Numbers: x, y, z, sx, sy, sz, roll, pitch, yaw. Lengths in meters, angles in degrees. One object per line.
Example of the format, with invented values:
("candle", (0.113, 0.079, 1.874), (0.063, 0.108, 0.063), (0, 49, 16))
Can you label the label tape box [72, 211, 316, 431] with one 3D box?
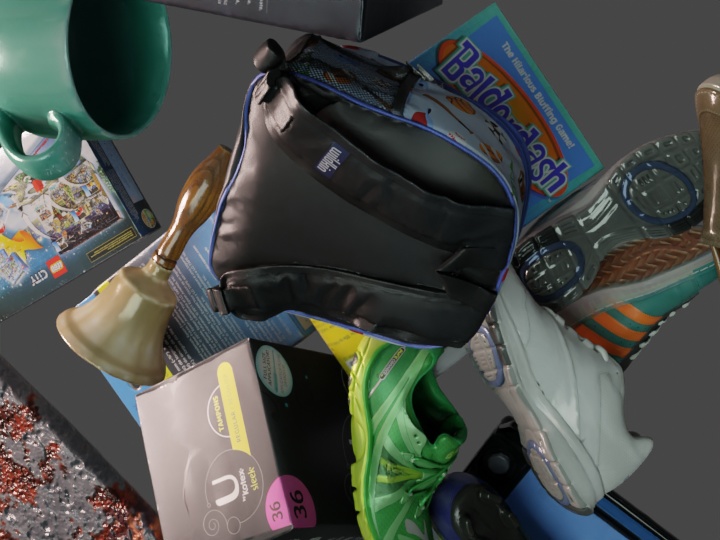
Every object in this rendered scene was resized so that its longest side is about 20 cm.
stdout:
("label tape box", (-0.149, 0.040, 1.062), (0.199, 0.063, 0.145), (-34, 92, 27))

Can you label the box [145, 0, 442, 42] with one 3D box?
("box", (-0.050, -0.254, 0.848), (0.195, 0.200, 0.125), (13, 113, 17))

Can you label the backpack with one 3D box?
("backpack", (0.014, -0.045, 0.770), (0.189, 0.154, 0.201), (26, 128, 9))

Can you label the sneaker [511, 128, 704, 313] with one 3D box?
("sneaker", (0.188, -0.047, 0.897), (0.199, 0.087, 0.075), (-31, 104, 8))

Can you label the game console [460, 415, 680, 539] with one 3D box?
("game console", (0.172, 0.221, 0.971), (0.199, 0.116, 0.177), (37, 116, 6))

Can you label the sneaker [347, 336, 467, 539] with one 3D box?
("sneaker", (0.039, 0.143, 0.896), (0.083, 0.074, 0.202), (1, 111, 21))

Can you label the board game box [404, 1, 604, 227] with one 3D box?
("board game box", (0.061, -0.082, 0.895), (0.199, 0.045, 0.153), (-36, 93, -7))

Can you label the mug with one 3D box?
("mug", (-0.248, -0.177, 0.960), (0.113, 0.185, 0.153), (4, 120, 23))

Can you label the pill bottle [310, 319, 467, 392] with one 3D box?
("pill bottle", (0.000, 0.000, 0.964), (0.114, 0.114, 0.201), (-32, 95, 27))

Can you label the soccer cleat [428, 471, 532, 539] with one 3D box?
("soccer cleat", (0.117, 0.244, 0.990), (0.083, 0.065, 0.201), (13, 140, 59))

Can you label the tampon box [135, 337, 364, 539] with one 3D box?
("tampon box", (-0.062, 0.156, 0.969), (0.126, 0.199, 0.151), (-26, 68, 26))

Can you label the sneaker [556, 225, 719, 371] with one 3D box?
("sneaker", (0.203, 0.035, 0.929), (0.199, 0.072, 0.080), (-27, 114, 23))

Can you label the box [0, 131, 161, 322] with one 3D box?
("box", (-0.299, -0.053, 1.104), (0.199, 0.038, 0.137), (-27, 97, 27))

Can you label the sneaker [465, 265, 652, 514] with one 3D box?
("sneaker", (0.138, 0.073, 0.857), (0.087, 0.074, 0.201), (-30, 98, -13))

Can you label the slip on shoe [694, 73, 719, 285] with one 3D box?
("slip on shoe", (0.269, -0.037, 0.833), (0.060, 0.076, 0.201), (-27, 112, -12))

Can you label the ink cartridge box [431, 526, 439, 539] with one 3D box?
("ink cartridge box", (0.087, 0.338, 1.024), (0.199, 0.144, 0.084), (37, 124, 6))

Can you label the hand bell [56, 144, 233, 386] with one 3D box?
("hand bell", (-0.159, -0.016, 0.982), (0.104, 0.104, 0.201), (34, 102, 7))
